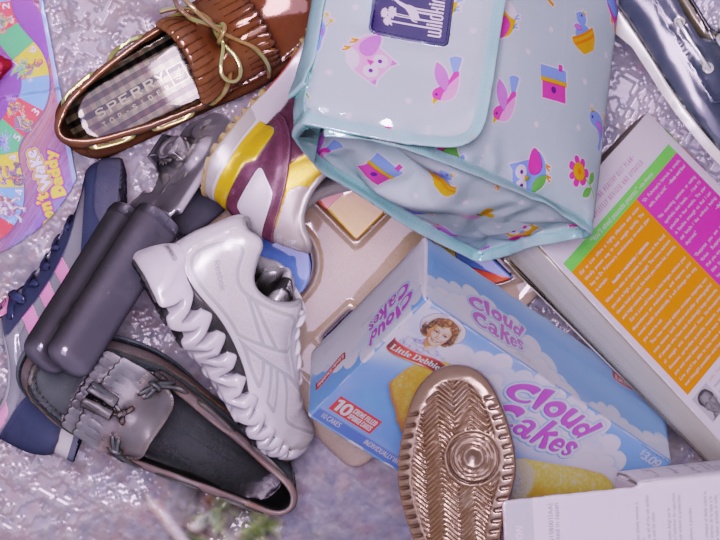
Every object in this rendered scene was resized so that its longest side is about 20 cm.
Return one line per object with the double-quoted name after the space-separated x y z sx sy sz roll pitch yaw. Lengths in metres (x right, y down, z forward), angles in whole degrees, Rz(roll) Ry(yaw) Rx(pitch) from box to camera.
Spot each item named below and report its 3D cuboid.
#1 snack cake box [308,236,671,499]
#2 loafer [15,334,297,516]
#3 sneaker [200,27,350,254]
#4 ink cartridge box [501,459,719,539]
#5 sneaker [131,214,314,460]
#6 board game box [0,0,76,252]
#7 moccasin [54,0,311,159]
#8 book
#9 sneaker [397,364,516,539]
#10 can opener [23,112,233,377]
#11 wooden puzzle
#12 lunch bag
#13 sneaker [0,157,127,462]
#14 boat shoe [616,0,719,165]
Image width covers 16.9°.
0.080 0.083 1.494 0.200 0.067 0.115 33 120 -21 "snack cake box"
-0.121 0.097 1.521 0.200 0.063 0.072 28 96 -26 "loafer"
-0.008 -0.101 1.493 0.090 0.075 0.200 35 80 11 "sneaker"
0.167 0.220 1.447 0.173 0.044 0.200 -5 97 -12 "ink cartridge box"
-0.063 0.044 1.486 0.081 0.075 0.200 -34 137 -4 "sneaker"
-0.272 -0.102 1.551 0.158 0.039 0.200 -9 97 5 "board game box"
-0.104 -0.137 1.518 0.201 0.078 0.074 -24 93 6 "moccasin"
0.207 0.015 1.511 0.200 0.048 0.134 46 66 -2 "book"
0.070 0.148 1.466 0.070 0.108 0.200 -6 98 11 "sneaker"
-0.128 -0.012 1.498 0.067 0.053 0.200 45 64 -33 "can opener"
0.000 0.000 1.545 0.185 0.046 0.200 45 98 -3 "wooden puzzle"
0.048 -0.119 1.415 0.200 0.122 0.171 26 64 -37 "lunch bag"
-0.199 0.020 1.548 0.082 0.070 0.200 12 96 -1 "sneaker"
0.211 -0.135 1.504 0.062 0.075 0.200 -39 85 19 "boat shoe"
